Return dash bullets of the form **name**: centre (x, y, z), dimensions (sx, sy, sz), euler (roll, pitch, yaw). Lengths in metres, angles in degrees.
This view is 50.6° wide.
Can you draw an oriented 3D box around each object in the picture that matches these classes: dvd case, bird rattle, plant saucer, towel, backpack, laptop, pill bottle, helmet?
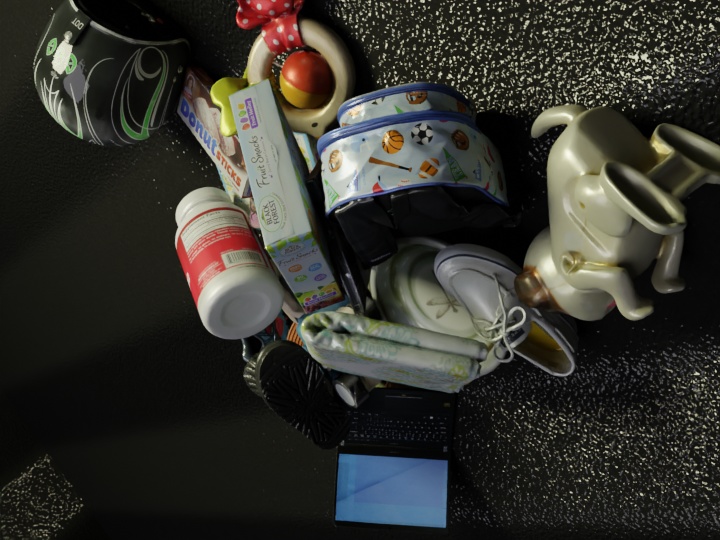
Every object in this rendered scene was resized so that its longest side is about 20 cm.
- **dvd case**: centre (-0.019, -0.052, 0.866), dimensions (0.016, 0.200, 0.151), euler (-18, 105, 8)
- **bird rattle**: centre (-0.080, -0.238, 0.878), dimensions (0.161, 0.113, 0.202), euler (24, 112, -3)
- **plant saucer**: centre (0.104, 0.037, 0.940), dimensions (0.198, 0.050, 0.203), euler (24, 134, 27)
- **towel**: centre (0.034, 0.090, 0.846), dimensions (0.196, 0.049, 0.171), euler (11, 164, 1)
- **backpack**: centre (0.049, -0.098, 0.753), dimensions (0.197, 0.190, 0.157), euler (-16, 85, 20)
- **laptop**: centre (0.045, 0.270, 1.086), dimensions (0.173, 0.104, 0.203), euler (2, 131, 4)
- **pill bottle**: centre (-0.183, -0.017, 1.018), dimensions (0.114, 0.110, 0.201), euler (99, 151, -44)
- **helmet**: centre (-0.337, -0.263, 1.026), dimensions (0.199, 0.199, 0.192), euler (39, 123, 12)

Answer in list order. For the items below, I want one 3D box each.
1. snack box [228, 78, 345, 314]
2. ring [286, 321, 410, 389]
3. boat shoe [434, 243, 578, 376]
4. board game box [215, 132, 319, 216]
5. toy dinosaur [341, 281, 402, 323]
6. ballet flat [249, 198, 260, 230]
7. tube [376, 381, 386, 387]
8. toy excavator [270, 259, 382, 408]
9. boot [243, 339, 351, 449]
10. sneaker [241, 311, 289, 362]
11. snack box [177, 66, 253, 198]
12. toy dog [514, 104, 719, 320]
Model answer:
- **snack box**: centre (-0.076, -0.077, 0.799), dimensions (0.143, 0.052, 0.203), euler (64, -173, -59)
- **ring**: centre (-0.018, 0.134, 1.111), dimensions (0.197, 0.019, 0.204), euler (8, 113, 19)
- **boat shoe**: centre (0.156, 0.055, 0.806), dimensions (0.201, 0.087, 0.074), euler (37, 128, -23)
- **board game box**: centre (-0.115, -0.130, 1.027), dimensions (0.197, 0.034, 0.136), euler (7, 126, 40)
- **toy dinosaur**: centre (0.000, 0.000, 1.016), dimensions (0.087, 0.047, 0.203), euler (-9, 111, 32)
- **ballet flat**: centre (-0.096, -0.080, 0.943), dimensions (0.199, 0.068, 0.072), euler (17, 129, 61)
- **tube**: centre (-0.011, 0.162, 1.157), dimensions (0.199, 0.052, 0.058), euler (40, -177, 6)
- **toy excavator**: centre (-0.058, 0.077, 1.034), dimensions (0.196, 0.100, 0.199), euler (58, 155, -17)
- **boot**: centre (-0.109, 0.143, 1.025), dimensions (0.157, 0.079, 0.213), euler (36, 159, 46)
- **sneaker**: centre (-0.173, 0.061, 1.187), dimensions (0.078, 0.095, 0.203), euler (4, 123, 40)
- **snack box**: centre (-0.183, -0.183, 0.995), dimensions (0.201, 0.024, 0.073), euler (51, 133, 33)
- **toy dog**: centre (0.215, -0.035, 0.712), dimensions (0.192, 0.139, 0.202), euler (33, 140, 19)
